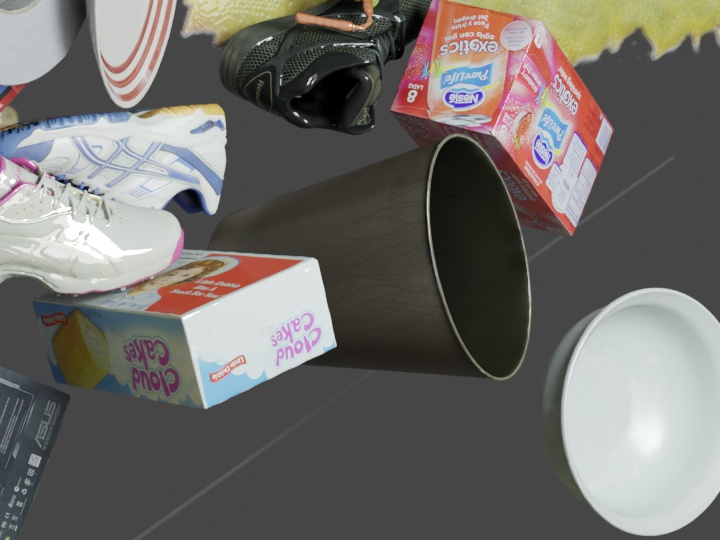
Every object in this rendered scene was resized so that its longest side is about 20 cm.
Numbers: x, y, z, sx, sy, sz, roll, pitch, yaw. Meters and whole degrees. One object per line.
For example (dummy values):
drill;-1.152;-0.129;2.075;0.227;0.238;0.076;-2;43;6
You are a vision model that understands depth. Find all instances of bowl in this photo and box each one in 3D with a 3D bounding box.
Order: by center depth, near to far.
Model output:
bowl;0.214;0.113;1.988;0.201;0.090;0.202;-2;93;-36

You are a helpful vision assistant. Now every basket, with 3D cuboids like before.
basket;0.000;0.000;1.741;0.136;0.200;0.181;-45;123;-53

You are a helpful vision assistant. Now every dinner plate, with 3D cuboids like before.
dinner plate;-0.160;-0.213;1.676;0.200;0.024;0.201;7;90;-81

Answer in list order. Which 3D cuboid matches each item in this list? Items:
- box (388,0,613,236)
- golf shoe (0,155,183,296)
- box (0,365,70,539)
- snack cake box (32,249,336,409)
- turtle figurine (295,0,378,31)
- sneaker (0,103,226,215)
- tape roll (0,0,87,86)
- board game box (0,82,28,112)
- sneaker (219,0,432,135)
box;0.110;-0.115;1.854;0.200;0.095;0.100;45;64;-59
golf shoe;-0.214;-0.033;1.635;0.199;0.075;0.092;-3;126;-19
box;-0.302;0.148;1.633;0.158;0.051;0.200;25;78;-35
snack cake box;-0.123;0.036;1.667;0.115;0.200;0.067;-22;106;-33
turtle figurine;-0.042;-0.279;1.782;0.200;0.064;0.161;37;51;1
sneaker;-0.175;-0.068;1.703;0.200;0.075;0.088;-7;96;-35
tape roll;-0.251;-0.222;1.582;0.200;0.066;0.201;-21;115;-57
board game box;-0.309;-0.111;1.637;0.200;0.019;0.103;-51;118;-23
sneaker;0.005;-0.159;1.801;0.199;0.114;0.076;-25;137;-33
